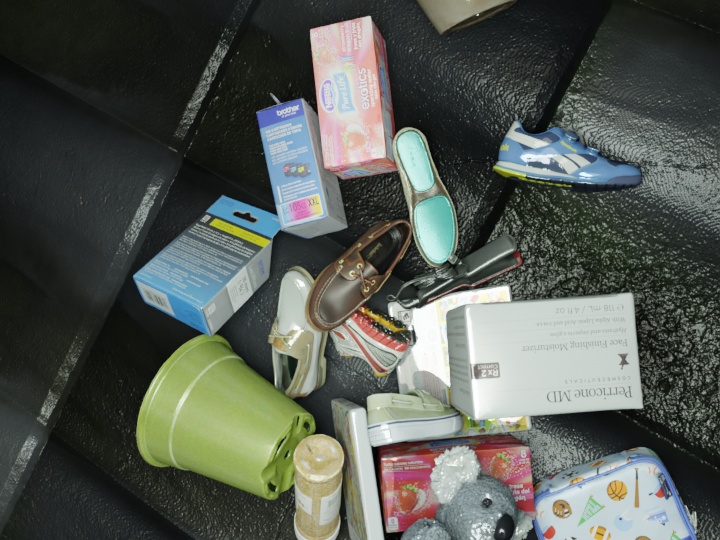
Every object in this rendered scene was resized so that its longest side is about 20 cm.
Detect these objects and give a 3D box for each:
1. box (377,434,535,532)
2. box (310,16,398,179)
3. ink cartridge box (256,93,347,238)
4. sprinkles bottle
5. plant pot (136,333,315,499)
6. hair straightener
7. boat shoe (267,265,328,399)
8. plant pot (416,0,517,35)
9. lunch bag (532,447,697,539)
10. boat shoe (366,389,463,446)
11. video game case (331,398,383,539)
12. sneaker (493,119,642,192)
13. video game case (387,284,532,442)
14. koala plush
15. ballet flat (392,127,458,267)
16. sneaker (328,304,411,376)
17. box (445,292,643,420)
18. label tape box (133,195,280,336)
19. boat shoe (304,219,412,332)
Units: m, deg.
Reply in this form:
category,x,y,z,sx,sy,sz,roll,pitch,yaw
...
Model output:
category,x,y,z,sx,sy,sz,roll,pitch,yaw
box,0.122,0.280,0.934,0.196,0.100,0.097,-4,86,-2
box,-0.007,-0.244,1.013,0.093,0.103,0.204,-7,87,13
ink cartridge box,-0.084,-0.157,1.011,0.075,0.136,0.204,-12,84,10
sprinkles bottle,-0.058,0.306,0.960,0.067,0.069,0.202,19,136,14
plant pot,-0.168,0.215,0.967,0.188,0.199,0.203,20,92,24
hair straightener,0.125,-0.002,0.974,0.197,0.077,0.041,-22,48,8
boat shoe,-0.091,0.095,0.988,0.074,0.068,0.203,21,125,40
plant pot,0.131,-0.429,0.955,0.197,0.200,0.176,-19,99,12
lunch bag,0.333,0.332,0.917,0.197,0.075,0.163,-23,84,13
boat shoe,0.075,0.185,0.904,0.071,0.199,0.063,-15,75,30
video game case,-0.005,0.281,0.945,0.022,0.182,0.204,-7,85,-11
sneaker,0.284,-0.154,0.951,0.196,0.074,0.084,13,88,13
video game case,0.139,0.133,1.001,0.179,0.023,0.204,-9,84,14
koala plush,0.116,0.319,0.811,0.177,0.183,0.201,43,55,-8
ballet flat,0.095,-0.106,1.004,0.066,0.062,0.204,-14,91,3
sneaker,-0.025,0.083,1.014,0.198,0.077,0.083,32,114,25
box,0.215,0.105,0.871,0.195,0.200,0.133,-4,84,-1
label tape box,-0.214,-0.012,1.046,0.143,0.064,0.200,21,52,28
boat shoe,0.000,0.000,0.957,0.070,0.070,0.201,46,60,-16
